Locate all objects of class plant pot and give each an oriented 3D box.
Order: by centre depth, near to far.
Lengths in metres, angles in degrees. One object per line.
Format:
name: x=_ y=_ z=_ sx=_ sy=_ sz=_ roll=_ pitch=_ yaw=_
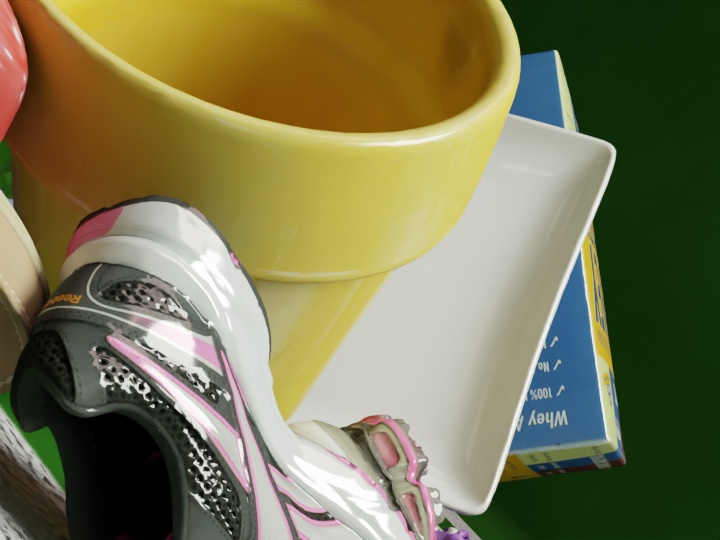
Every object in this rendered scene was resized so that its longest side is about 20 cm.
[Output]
plant pot: x=-0.059 y=-0.038 z=0.658 sx=0.199 sy=0.190 sz=0.202 roll=14 pitch=37 yaw=-11

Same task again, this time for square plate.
square plate: x=0.000 y=0.000 z=0.793 sx=0.198 sy=0.200 sz=0.029 roll=17 pitch=-23 yaw=15

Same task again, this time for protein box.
protein box: x=0.030 y=0.013 z=0.889 sx=0.135 sy=0.196 sz=0.202 roll=42 pitch=40 yaw=-73

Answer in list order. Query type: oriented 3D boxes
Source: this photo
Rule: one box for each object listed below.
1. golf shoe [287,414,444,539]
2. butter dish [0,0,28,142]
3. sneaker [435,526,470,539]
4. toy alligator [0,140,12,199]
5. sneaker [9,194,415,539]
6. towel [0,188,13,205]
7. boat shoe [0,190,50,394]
golf shoe: x=0.002 y=0.140 z=0.623 sx=0.091 sy=0.073 sz=0.201 roll=-3 pitch=40 yaw=-25
butter dish: x=-0.182 y=-0.106 z=0.527 sx=0.199 sy=0.148 sz=0.200 roll=45 pitch=0 yaw=38
sneaker: x=0.024 y=0.139 z=0.728 sx=0.200 sy=0.084 sz=0.081 roll=43 pitch=-1 yaw=40
toy alligator: x=-0.159 y=-0.074 z=0.827 sx=0.201 sy=0.054 sz=0.060 roll=-111 pitch=179 yaw=-49
sneaker: x=-0.050 y=0.083 z=0.518 sx=0.201 sy=0.080 sz=0.087 roll=58 pitch=37 yaw=-20
towel: x=-0.200 y=-0.072 z=0.758 sx=0.200 sy=0.024 sz=0.148 roll=59 pitch=8 yaw=-79
boat shoe: x=-0.140 y=-0.004 z=0.431 sx=0.200 sy=0.071 sz=0.065 roll=53 pitch=12 yaw=-57
